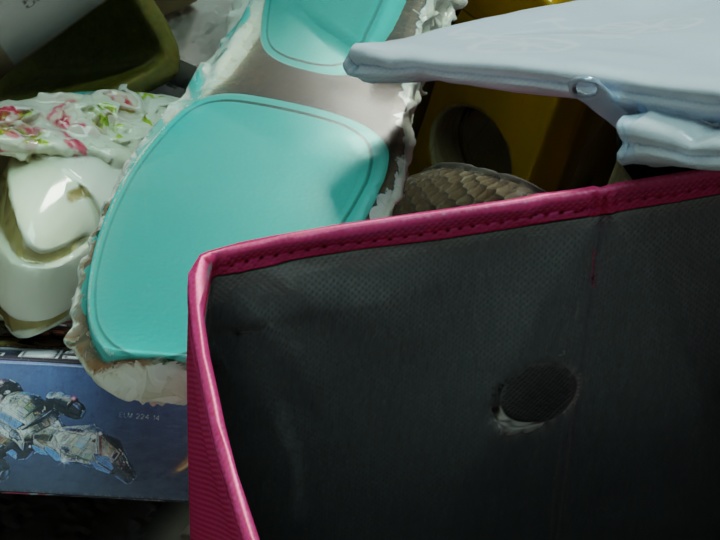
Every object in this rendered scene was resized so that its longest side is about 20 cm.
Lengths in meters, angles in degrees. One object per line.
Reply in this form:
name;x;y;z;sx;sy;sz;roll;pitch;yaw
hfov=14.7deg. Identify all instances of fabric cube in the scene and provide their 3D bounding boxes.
fabric cube;0.072;0.116;0.625;0.199;0.200;0.197;-8;47;-12

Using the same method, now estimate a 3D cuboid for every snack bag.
snack bag;0.120;-0.050;0.673;0.199;0.022;0.188;10;18;42

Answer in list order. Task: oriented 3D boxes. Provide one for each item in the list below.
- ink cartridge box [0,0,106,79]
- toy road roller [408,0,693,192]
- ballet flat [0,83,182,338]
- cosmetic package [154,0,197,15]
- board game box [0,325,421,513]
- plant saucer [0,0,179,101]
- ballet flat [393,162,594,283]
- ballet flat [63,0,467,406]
ink cartridge box;-0.082;-0.169;0.750;0.200;0.075;0.165;-36;85;-4
toy road roller;0.080;-0.050;0.853;0.200;0.123;0.146;38;42;25
ballet flat;-0.112;-0.007;0.722;0.199;0.076;0.064;-3;33;-23
cosmetic package;-0.150;-0.107;0.902;0.199;0.106;0.071;-28;54;-26
board game box;-0.083;0.036;0.755;0.199;0.035;0.135;3;3;-1
plant saucer;-0.184;-0.094;0.791;0.199;0.048;0.201;-28;83;-27
ballet flat;0.000;0.000;0.798;0.199;0.068;0.046;11;53;44
ballet flat;-0.013;-0.031;0.722;0.071;0.072;0.201;17;54;13
